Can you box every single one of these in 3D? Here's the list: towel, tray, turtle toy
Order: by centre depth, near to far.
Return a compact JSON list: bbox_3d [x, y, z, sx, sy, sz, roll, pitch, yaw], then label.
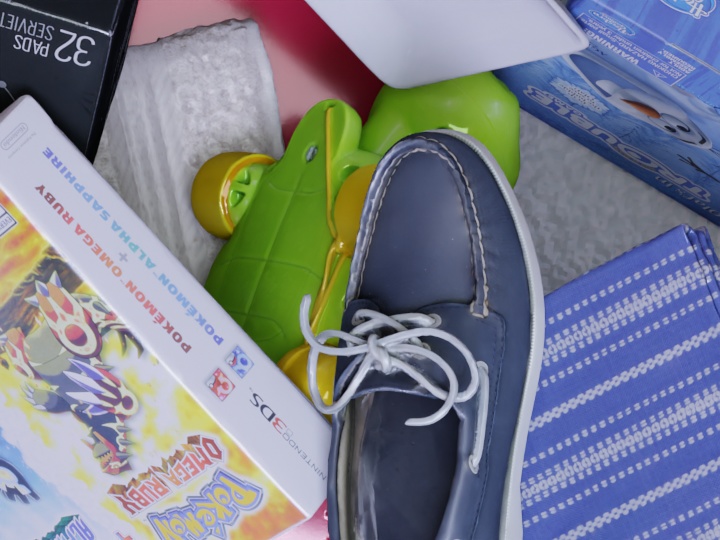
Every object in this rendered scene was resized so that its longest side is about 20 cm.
[{"bbox_3d":[0.099,0.101,1.020,0.145,0.024,0.200,-30,69,26],"label":"towel"},{"bbox_3d":[-0.008,-0.144,1.057,0.200,0.107,0.022,45,54,-31],"label":"tray"},{"bbox_3d":[0.000,0.000,1.154,0.101,0.146,0.200,27,80,-34],"label":"turtle toy"},{"bbox_3d":[-0.089,0.002,1.208,0.132,0.034,0.200,-11,92,-16],"label":"towel"}]

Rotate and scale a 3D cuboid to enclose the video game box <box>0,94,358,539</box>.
[{"bbox_3d":[-0.125,0.051,1.102,0.182,0.200,0.047,46,46,-9],"label":"video game box"}]

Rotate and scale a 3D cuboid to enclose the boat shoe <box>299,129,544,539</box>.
[{"bbox_3d":[0.018,0.046,1.028,0.075,0.062,0.200,3,86,31],"label":"boat shoe"}]

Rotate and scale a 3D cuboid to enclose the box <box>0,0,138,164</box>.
[{"bbox_3d":[-0.187,-0.113,1.098,0.200,0.149,0.124,15,51,-4],"label":"box"}]

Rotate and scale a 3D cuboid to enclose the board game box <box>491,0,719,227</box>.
[{"bbox_3d":[0.159,-0.057,1.154,0.200,0.199,0.043,30,81,-5],"label":"board game box"}]
